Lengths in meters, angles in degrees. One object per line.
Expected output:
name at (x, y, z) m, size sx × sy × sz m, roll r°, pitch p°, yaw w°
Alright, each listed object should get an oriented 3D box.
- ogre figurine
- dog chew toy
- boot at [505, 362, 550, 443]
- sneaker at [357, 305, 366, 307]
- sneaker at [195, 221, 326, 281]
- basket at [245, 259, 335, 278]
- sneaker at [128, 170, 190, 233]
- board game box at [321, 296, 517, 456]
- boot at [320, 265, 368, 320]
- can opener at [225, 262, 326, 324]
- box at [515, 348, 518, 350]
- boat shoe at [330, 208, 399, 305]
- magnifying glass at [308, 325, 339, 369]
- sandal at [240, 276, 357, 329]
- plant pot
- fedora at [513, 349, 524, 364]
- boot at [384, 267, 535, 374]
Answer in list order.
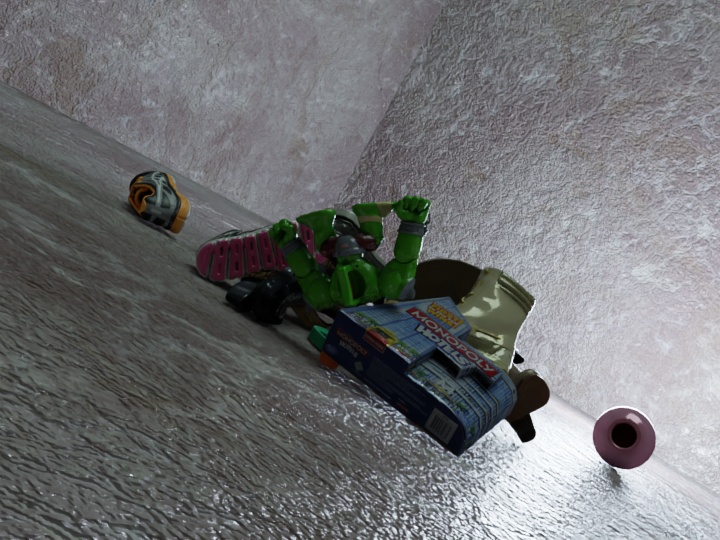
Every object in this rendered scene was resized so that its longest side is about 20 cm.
ogre figurine at (-0.011, -0.016, 1.042) m, size 0.198 × 0.121 × 0.098 m, roll -7°, pitch -5°, yaw 1°
dog chew toy at (0.545, 0.350, 1.809) m, size 0.124 × 0.125 × 0.200 m, roll 30°, pitch -5°, yaw 22°
boot at (0.227, 0.166, 1.339) m, size 0.201 × 0.070 × 0.147 m, roll 83°, pitch -11°, yaw -48°
sneaker at (0.068, 0.109, 1.162) m, size 0.200 × 0.076 × 0.081 m, roll 34°, pitch 24°, yaw -40°
sneaker at (-0.141, -0.029, 1.220) m, size 0.198 × 0.074 × 0.087 m, roll -11°, pitch 11°, yaw -23°
basket at (-0.101, -0.025, 1.460) m, size 0.148 × 0.143 × 0.200 m, roll 30°, pitch 2°, yaw -1°
sneaker at (-0.347, -0.124, 1.437) m, size 0.077 × 0.079 × 0.200 m, roll 17°, pitch 8°, yaw -36°
board game box at (0.091, 0.103, 1.030) m, size 0.199 × 0.062 × 0.199 m, roll 36°, pitch 28°, yaw 20°
boot at (-0.010, 0.060, 1.344) m, size 0.097 × 0.075 × 0.200 m, roll 28°, pitch -10°, yaw 37°
can opener at (-0.093, 0.018, 1.126) m, size 0.078 × 0.064 × 0.200 m, roll 36°, pitch 23°, yaw 14°
box at (0.236, 0.173, 1.790) m, size 0.101 × 0.113 × 0.200 m, roll 32°, pitch 2°, yaw 24°
boat shoe at (0.000, 0.000, 1.321) m, size 0.071 × 0.061 × 0.202 m, roll -3°, pitch -46°, yaw 39°
magnifying glass at (-0.033, 0.100, 1.105) m, size 0.079 × 0.023 × 0.200 m, roll 31°, pitch 3°, yaw 1°
sandal at (-0.078, 0.055, 1.244) m, size 0.198 × 0.055 × 0.082 m, roll 14°, pitch 0°, yaw -16°
plant pot at (0.122, 0.100, 1.330) m, size 0.199 × 0.201 × 0.135 m, roll 30°, pitch -27°, yaw 8°
fedora at (0.185, 0.160, 1.506) m, size 0.199 × 0.092 × 0.201 m, roll 20°, pitch -11°, yaw 4°
boot at (0.138, 0.056, 1.239) m, size 0.199 × 0.156 × 0.073 m, roll 24°, pitch -31°, yaw 10°
